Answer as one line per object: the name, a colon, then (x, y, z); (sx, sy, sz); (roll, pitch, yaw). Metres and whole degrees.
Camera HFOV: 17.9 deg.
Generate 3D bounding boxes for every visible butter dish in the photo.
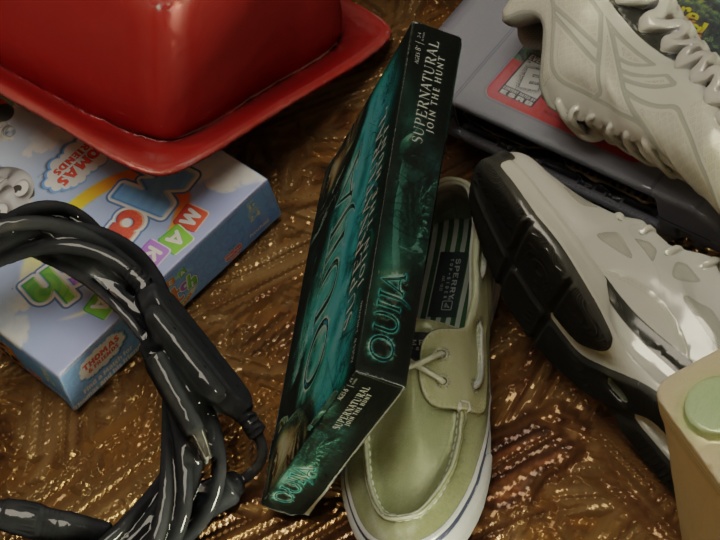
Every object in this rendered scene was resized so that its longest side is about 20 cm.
butter dish: (-0.106, -0.169, 1.187); (0.199, 0.148, 0.200); (30, 44, 27)

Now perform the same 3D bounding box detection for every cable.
cable: (-0.151, 0.061, 1.086); (0.163, 0.051, 0.200); (-40, 81, 0)

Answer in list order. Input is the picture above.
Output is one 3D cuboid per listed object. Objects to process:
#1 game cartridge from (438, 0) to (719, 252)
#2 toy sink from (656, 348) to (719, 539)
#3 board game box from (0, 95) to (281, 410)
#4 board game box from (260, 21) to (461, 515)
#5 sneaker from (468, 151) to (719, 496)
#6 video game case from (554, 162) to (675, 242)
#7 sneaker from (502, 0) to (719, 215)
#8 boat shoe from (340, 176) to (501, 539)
game cartridge: (0.132, -0.098, 1.145); (0.200, 0.041, 0.133); (27, 61, 28)
toy sink: (0.203, 0.080, 0.919); (0.130, 0.200, 0.112); (-28, 53, -7)
board game box: (-0.164, -0.034, 1.196); (0.200, 0.037, 0.151); (33, 67, 30)
board game box: (0.000, 0.000, 1.071); (0.028, 0.135, 0.200); (18, 54, -11)
sneaker: (0.145, 0.009, 1.057); (0.115, 0.076, 0.201); (-33, 75, -21)
video game case: (0.171, -0.110, 1.180); (0.182, 0.023, 0.200); (-21, 53, -2)
sneaker: (0.134, -0.081, 1.074); (0.081, 0.075, 0.200); (-32, 51, 6)
boat shoe: (0.027, 0.046, 1.073); (0.072, 0.062, 0.200); (-1, 54, 13)
